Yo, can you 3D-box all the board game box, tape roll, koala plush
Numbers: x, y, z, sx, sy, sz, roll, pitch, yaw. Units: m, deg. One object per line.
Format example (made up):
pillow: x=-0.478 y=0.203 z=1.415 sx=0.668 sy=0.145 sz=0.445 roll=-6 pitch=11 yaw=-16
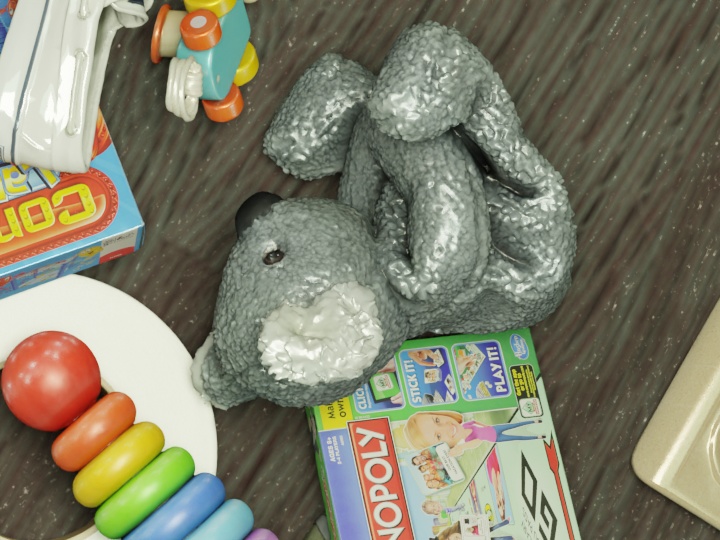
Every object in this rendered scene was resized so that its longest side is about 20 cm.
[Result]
board game box: x=0.048 y=0.130 z=1.637 sx=0.134 sy=0.029 sz=0.201 roll=-6 pitch=59 yaw=-12
board game box: x=-0.242 y=-0.075 z=1.605 sx=0.199 sy=0.056 sz=0.197 roll=-20 pitch=80 yaw=-11
tape roll: x=-0.180 y=0.101 z=1.639 sx=0.201 sy=0.037 sz=0.204 roll=0 pitch=88 yaw=-10
koala plush: x=0.000 y=0.000 z=1.598 sx=0.200 sy=0.177 sz=0.184 roll=-43 pitch=103 yaw=-24

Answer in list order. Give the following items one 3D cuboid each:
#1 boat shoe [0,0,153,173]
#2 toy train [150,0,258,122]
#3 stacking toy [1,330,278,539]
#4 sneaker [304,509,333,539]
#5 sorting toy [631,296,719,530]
boat shoe: x=-0.141 y=-0.148 z=1.570 sx=0.065 sy=0.074 sz=0.201 roll=15 pitch=86 yaw=6
toy train: x=-0.095 y=-0.181 z=1.622 sx=0.055 sy=0.150 sz=0.202 roll=6 pitch=91 yaw=19
stacking toy: x=-0.119 y=0.116 z=1.594 sx=0.085 sy=0.085 sz=0.200 roll=-40 pitch=92 yaw=-10
sneaker: x=0.052 y=0.191 z=1.663 sx=0.199 sy=0.074 sz=0.081 roll=31 pitch=80 yaw=-10
sorting toy: x=0.281 y=0.089 z=1.731 sx=0.199 sy=0.036 sz=0.186 roll=31 pitch=83 yaw=-4
